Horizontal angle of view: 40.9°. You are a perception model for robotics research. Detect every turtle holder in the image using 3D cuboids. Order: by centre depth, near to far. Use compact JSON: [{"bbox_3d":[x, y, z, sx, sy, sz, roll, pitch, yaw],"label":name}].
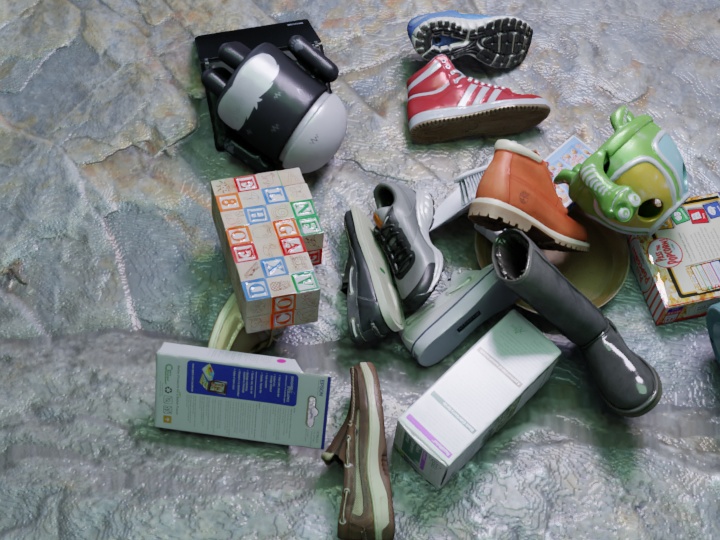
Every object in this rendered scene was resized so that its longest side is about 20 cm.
[{"bbox_3d":[0.327,-0.113,1.162,0.141,0.185,0.132,-44,79,2],"label":"turtle holder"}]

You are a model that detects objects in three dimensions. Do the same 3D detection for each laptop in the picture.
[{"bbox_3d":[-0.138,-0.272,1.393,0.175,0.103,0.202,-11,85,-8],"label":"laptop"}]

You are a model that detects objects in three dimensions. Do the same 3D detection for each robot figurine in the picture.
[{"bbox_3d":[-0.111,-0.218,1.277,0.199,0.150,0.125,37,56,-2],"label":"robot figurine"}]

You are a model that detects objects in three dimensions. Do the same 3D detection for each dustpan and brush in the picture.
[{"bbox_3d":[0.168,-0.128,1.269,0.199,0.139,0.058,-26,82,-49],"label":"dustpan and brush"}]

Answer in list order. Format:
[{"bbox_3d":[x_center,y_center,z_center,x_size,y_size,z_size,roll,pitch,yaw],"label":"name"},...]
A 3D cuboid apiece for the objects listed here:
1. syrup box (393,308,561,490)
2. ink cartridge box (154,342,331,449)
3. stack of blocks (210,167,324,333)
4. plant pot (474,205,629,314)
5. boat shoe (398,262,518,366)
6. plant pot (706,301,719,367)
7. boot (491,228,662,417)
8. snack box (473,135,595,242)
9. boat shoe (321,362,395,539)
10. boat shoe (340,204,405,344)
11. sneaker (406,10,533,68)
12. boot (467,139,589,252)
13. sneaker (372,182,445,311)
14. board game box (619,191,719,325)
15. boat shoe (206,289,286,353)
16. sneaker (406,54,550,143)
[{"bbox_3d":[0.132,0.146,1.102,0.200,0.079,0.081,-39,68,-22],"label":"syrup box"},{"bbox_3d":[-0.132,0.141,1.089,0.198,0.096,0.037,8,21,5],"label":"ink cartridge box"},{"bbox_3d":[-0.102,-0.028,1.146,0.114,0.059,0.201,-9,49,-15],"label":"stack of blocks"},{"bbox_3d":[0.244,-0.023,1.241,0.198,0.028,0.202,1,58,-1],"label":"plant pot"},{"bbox_3d":[0.130,0.028,1.169,0.200,0.071,0.070,-41,56,-1],"label":"boat shoe"},{"bbox_3d":[0.511,0.070,1.107,0.186,0.200,0.202,-22,60,3],"label":"plant pot"},{"bbox_3d":[0.239,0.055,1.079,0.072,0.200,0.182,-39,33,6],"label":"boot"},{"bbox_3d":[0.240,-0.098,1.257,0.200,0.024,0.072,-39,66,-22],"label":"snack box"},{"bbox_3d":[-0.008,0.198,1.070,0.074,0.075,0.204,-5,59,-1],"label":"boat shoe"},{"bbox_3d":[0.000,0.000,1.196,0.067,0.072,0.201,-29,48,19],"label":"boat shoe"},{"bbox_3d":[0.159,-0.347,1.402,0.198,0.079,0.089,1,32,-21],"label":"sneaker"},{"bbox_3d":[0.216,-0.083,1.157,0.075,0.199,0.108,4,76,47],"label":"boot"},{"bbox_3d":[0.051,-0.031,1.191,0.079,0.074,0.201,20,39,-25],"label":"sneaker"},{"bbox_3d":[0.447,-0.024,1.235,0.198,0.046,0.153,-10,59,-8],"label":"board game box"},{"bbox_3d":[-0.119,0.053,1.155,0.069,0.074,0.201,17,58,16],"label":"boat shoe"},{"bbox_3d":[0.160,-0.246,1.350,0.198,0.071,0.114,-7,62,-3],"label":"sneaker"}]
